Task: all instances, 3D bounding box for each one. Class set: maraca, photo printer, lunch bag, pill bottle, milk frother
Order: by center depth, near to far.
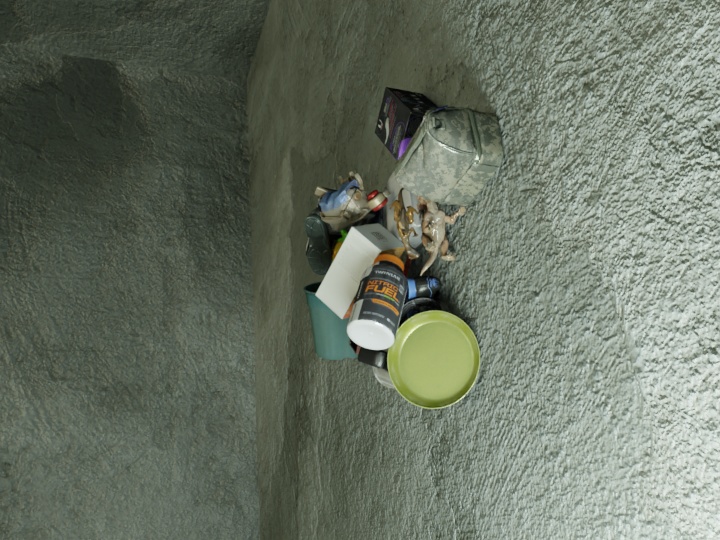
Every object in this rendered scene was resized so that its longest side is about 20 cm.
[{"bbox_3d":[0.172,-0.233,1.427,0.200,0.166,0.141,128,140,-57],"label":"lunch bag"},{"bbox_3d":[0.042,0.061,1.519,0.106,0.105,0.201,119,170,-51],"label":"pill bottle"},{"bbox_3d":[0.112,0.171,1.607,0.201,0.180,0.188,-56,17,-12],"label":"milk frother"},{"bbox_3d":[0.115,-0.164,1.722,0.166,0.069,0.202,133,136,-61],"label":"photo printer"},{"bbox_3d":[-0.015,-0.037,1.861,0.137,0.107,0.200,41,158,12],"label":"maraca"}]

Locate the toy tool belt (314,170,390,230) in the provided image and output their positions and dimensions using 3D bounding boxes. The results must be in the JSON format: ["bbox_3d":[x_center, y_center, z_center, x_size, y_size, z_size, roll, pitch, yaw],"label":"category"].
[{"bbox_3d":[-0.031,-0.184,1.760,0.123,0.125,0.199,52,143,-13],"label":"toy tool belt"}]

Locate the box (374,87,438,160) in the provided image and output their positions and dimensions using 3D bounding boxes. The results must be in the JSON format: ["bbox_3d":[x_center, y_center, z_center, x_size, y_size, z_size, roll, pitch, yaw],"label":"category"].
[{"bbox_3d":[0.120,-0.342,1.681,0.200,0.105,0.123,-117,37,-55],"label":"box"}]

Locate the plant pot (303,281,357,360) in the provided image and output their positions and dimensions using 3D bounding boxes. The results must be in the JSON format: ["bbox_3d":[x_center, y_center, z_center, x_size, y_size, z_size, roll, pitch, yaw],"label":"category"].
[{"bbox_3d":[-0.061,0.141,2.028,0.200,0.198,0.198,-152,59,-68],"label":"plant pot"}]

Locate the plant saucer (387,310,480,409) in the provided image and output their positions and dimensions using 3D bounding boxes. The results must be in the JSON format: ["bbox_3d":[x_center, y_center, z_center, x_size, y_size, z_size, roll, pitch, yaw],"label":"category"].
[{"bbox_3d":[0.153,0.185,1.465,0.031,0.198,0.202,32,-128,-64],"label":"plant saucer"}]

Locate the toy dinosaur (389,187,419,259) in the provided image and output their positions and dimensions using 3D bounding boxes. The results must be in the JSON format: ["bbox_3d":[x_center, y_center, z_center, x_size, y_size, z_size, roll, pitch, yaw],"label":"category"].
[{"bbox_3d":[0.091,-0.124,1.566,0.106,0.060,0.202,90,176,-68],"label":"toy dinosaur"}]

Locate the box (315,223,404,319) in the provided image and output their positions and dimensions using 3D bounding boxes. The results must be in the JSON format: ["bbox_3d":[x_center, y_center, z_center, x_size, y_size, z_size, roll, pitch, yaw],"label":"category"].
[{"bbox_3d":[0.000,0.000,1.682,0.097,0.124,0.201,40,116,21],"label":"box"}]

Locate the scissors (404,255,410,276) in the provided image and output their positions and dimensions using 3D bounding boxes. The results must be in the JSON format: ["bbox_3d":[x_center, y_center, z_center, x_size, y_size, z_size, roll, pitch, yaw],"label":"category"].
[{"bbox_3d":[0.103,0.032,1.703,0.201,0.014,0.074,-76,2,-55],"label":"scissors"}]

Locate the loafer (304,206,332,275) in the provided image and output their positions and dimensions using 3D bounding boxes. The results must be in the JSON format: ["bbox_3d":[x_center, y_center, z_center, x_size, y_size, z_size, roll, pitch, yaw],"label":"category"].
[{"bbox_3d":[-0.104,-0.078,1.885,0.063,0.071,0.201,-65,-21,-44],"label":"loafer"}]

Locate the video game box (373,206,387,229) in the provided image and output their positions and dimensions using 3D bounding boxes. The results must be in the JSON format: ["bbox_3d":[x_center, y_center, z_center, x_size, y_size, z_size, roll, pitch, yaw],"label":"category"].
[{"bbox_3d":[0.048,-0.082,1.940,0.182,0.046,0.202,141,129,-67],"label":"video game box"}]

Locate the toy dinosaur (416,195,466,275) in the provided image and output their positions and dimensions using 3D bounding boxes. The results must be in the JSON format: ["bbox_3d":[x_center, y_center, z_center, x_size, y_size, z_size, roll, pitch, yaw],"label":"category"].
[{"bbox_3d":[0.160,-0.095,1.570,0.136,0.085,0.202,-138,50,-65],"label":"toy dinosaur"}]

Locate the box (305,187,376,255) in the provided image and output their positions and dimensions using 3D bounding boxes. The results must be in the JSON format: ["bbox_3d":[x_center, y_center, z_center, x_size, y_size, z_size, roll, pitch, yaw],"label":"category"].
[{"bbox_3d":[-0.054,-0.117,1.927,0.050,0.156,0.201,-93,18,-52],"label":"box"}]

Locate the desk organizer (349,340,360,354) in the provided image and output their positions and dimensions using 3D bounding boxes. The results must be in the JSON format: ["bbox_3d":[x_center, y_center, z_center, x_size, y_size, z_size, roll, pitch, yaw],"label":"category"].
[{"bbox_3d":[0.029,0.125,1.917,0.072,0.076,0.202,-133,49,-63],"label":"desk organizer"}]

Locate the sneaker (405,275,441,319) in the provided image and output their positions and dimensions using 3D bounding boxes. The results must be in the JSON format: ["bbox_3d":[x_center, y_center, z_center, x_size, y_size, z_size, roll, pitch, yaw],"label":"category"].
[{"bbox_3d":[0.143,0.064,1.632,0.200,0.077,0.071,85,179,-73],"label":"sneaker"}]
